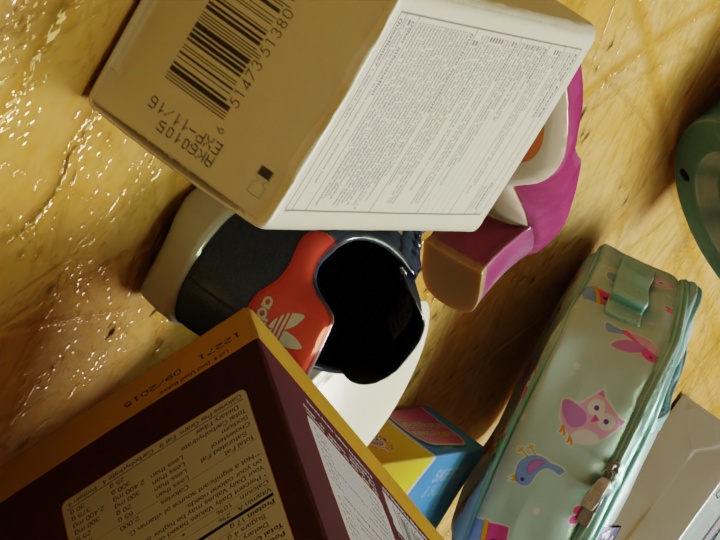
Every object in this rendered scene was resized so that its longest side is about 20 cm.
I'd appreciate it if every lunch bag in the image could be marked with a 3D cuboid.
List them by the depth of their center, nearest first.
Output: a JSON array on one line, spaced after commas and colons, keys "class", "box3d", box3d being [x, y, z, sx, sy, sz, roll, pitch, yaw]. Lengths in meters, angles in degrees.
[{"class": "lunch bag", "box3d": [0.117, 0.074, 1.414, 0.161, 0.077, 0.200, -63, 178, 18]}]

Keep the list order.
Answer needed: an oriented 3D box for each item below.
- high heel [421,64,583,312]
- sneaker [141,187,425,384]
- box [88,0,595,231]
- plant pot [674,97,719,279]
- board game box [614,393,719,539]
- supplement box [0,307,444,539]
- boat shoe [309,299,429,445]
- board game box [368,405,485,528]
[{"class": "high heel", "box3d": [0.075, -0.067, 1.155, 0.096, 0.067, 0.200, -51, 160, -31]}, {"class": "sneaker", "box3d": [0.000, 0.000, 1.047, 0.200, 0.084, 0.075, -26, 146, -57]}, {"class": "box", "box3d": [0.001, -0.071, 0.935, 0.095, 0.078, 0.200, -59, 162, 11]}, {"class": "plant pot", "box3d": [0.283, -0.065, 1.508, 0.187, 0.200, 0.200, -30, 153, -21]}, {"class": "board game box", "box3d": [0.225, 0.185, 1.974, 0.148, 0.064, 0.200, -53, 160, -5]}, {"class": "supplement box", "box3d": [-0.022, 0.164, 0.927, 0.132, 0.200, 0.197, -33, 126, 8]}, {"class": "boat shoe", "box3d": [-0.046, 0.063, 1.083, 0.202, 0.060, 0.072, -41, 146, -39]}, {"class": "board game box", "box3d": [-0.025, 0.141, 1.301, 0.153, 0.040, 0.200, -59, 162, 11]}]
